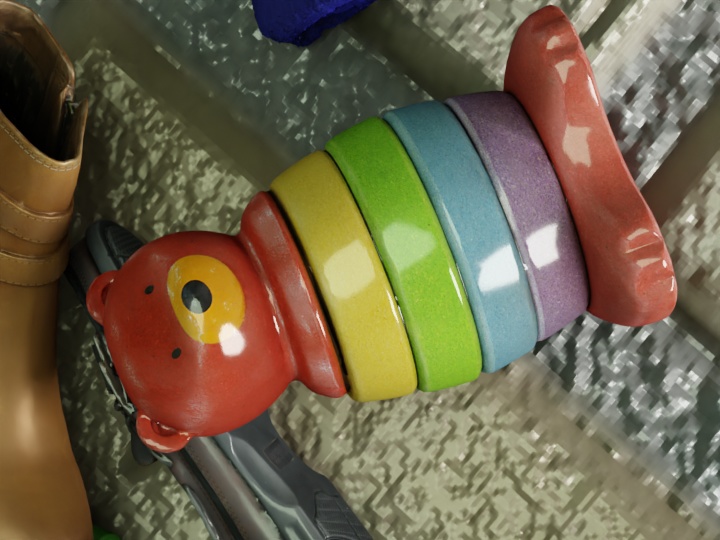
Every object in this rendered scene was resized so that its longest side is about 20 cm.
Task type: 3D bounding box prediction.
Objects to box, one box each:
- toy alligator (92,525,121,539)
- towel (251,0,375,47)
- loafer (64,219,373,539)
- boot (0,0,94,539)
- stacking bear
[{"bbox_3d":[-0.166,0.120,1.203,0.199,0.059,0.054,4,48,16],"label":"toy alligator"},{"bbox_3d":[-0.016,-0.197,1.139,0.049,0.148,0.201,-9,85,-24],"label":"towel"},{"bbox_3d":[-0.064,0.074,1.168,0.063,0.072,0.200,-39,83,15],"label":"loafer"},{"bbox_3d":[-0.131,0.010,1.138,0.155,0.076,0.200,-54,46,40],"label":"boot"},{"bbox_3d":[0.000,0.000,1.101,0.199,0.114,0.122,-21,79,-6],"label":"stacking bear"}]
